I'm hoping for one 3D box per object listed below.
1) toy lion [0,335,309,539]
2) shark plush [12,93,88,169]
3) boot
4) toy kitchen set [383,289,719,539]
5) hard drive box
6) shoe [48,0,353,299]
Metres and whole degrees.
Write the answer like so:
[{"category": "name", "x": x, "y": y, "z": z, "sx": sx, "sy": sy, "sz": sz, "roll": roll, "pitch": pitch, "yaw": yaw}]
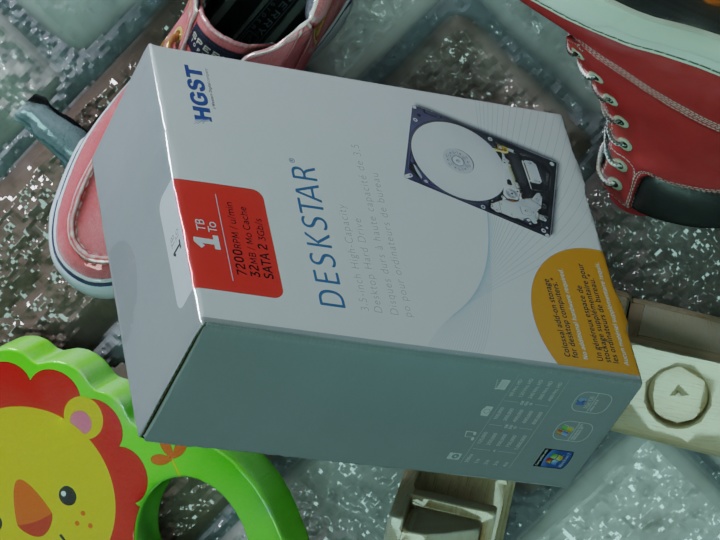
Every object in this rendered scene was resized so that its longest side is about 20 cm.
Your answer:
[{"category": "toy lion", "x": -0.124, "y": 0.122, "z": 1.418, "sx": 0.199, "sy": 0.069, "sz": 0.192, "roll": -13, "pitch": 97, "yaw": 25}, {"category": "shark plush", "x": -0.079, "y": -0.007, "z": 1.375, "sx": 0.091, "sy": 0.083, "sz": 0.200, "roll": -27, "pitch": 99, "yaw": 14}, {"category": "boot", "x": 0.106, "y": -0.089, "z": 1.304, "sx": 0.200, "sy": 0.073, "sz": 0.144, "roll": 25, "pitch": 140, "yaw": -11}, {"category": "toy kitchen set", "x": 0.103, "y": 0.126, "z": 1.340, "sx": 0.180, "sy": 0.163, "sz": 0.201, "roll": 13, "pitch": 106, "yaw": 5}, {"category": "hard drive box", "x": 0.000, "y": 0.000, "z": 1.241, "sx": 0.199, "sy": 0.156, "sz": 0.077, "roll": 7, "pitch": 137, "yaw": -25}, {"category": "shoe", "x": -0.073, "y": -0.081, "z": 1.310, "sx": 0.071, "sy": 0.091, "sz": 0.200, "roll": 36, "pitch": 80, "yaw": 9}]
